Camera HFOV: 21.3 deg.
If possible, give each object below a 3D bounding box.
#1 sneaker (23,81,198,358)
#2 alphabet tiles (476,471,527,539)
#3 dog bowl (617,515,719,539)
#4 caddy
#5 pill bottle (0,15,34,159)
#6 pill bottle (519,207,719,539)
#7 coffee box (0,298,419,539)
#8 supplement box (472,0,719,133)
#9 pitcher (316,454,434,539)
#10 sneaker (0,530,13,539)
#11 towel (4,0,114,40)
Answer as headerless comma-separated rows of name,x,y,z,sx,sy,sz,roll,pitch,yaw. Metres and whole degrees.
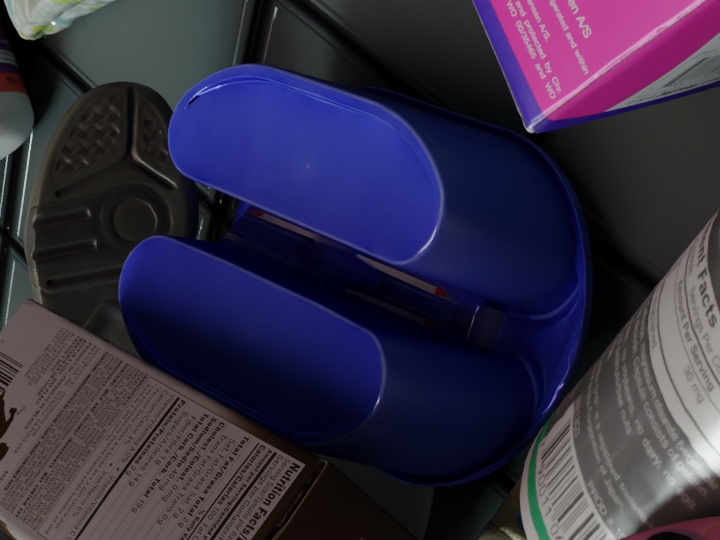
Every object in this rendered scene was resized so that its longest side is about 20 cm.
sneaker,-0.105,0.014,0.860,0.114,0.075,0.201,-116,20,-79
alphabet tiles,0.105,0.185,0.700,0.199,0.008,0.168,37,125,10
dog bowl,0.121,0.148,0.567,0.201,0.199,0.074,123,160,-44
caddy,0.000,0.000,0.746,0.199,0.105,0.143,24,96,44
pill bottle,-0.249,-0.146,0.988,0.112,0.112,0.202,-23,84,52
pill bottle,0.139,0.033,0.578,0.113,0.112,0.200,55,138,21
coffee box,-0.061,0.095,0.693,0.199,0.080,0.113,22,162,48
supplement box,0.121,-0.133,0.549,0.200,0.101,0.104,-33,77,50
pitcher,-0.042,0.176,0.818,0.120,0.172,0.201,21,127,-5
sneaker,-0.155,0.144,0.842,0.080,0.078,0.200,-54,24,13
towel,-0.132,-0.212,0.872,0.199,0.048,0.173,-15,91,52
